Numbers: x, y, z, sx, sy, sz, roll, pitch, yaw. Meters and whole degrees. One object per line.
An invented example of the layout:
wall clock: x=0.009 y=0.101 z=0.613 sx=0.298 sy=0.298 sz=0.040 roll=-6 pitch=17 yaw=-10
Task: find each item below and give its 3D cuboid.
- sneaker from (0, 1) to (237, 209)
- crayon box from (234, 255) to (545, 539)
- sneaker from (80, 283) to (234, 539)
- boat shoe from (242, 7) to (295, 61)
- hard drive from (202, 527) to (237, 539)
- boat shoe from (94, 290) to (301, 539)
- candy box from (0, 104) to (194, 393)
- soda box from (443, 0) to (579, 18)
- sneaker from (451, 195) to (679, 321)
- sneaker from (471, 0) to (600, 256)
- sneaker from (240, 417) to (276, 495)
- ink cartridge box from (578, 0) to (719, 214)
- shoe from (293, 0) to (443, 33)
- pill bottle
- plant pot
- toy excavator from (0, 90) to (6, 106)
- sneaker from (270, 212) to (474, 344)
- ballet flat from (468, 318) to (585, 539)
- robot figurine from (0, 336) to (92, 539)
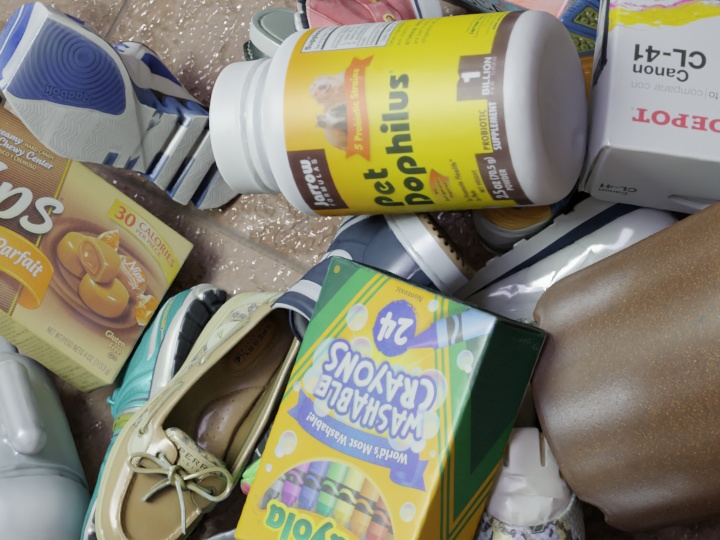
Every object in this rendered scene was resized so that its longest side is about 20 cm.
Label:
sneaker: x=-0.172 y=-0.116 z=1.674 sx=0.081 sy=0.199 sz=0.115 roll=-55 pitch=39 yaw=6
crayon box: x=0.009 y=0.106 z=1.365 sx=0.126 sy=0.052 sz=0.200 roll=21 pitch=93 yaw=42
sneaker: x=-0.131 y=0.104 z=1.631 sx=0.080 sy=0.077 sz=0.200 roll=-1 pitch=63 yaw=54
boat shoe: x=0.004 y=-0.100 z=1.623 sx=0.200 sy=0.076 sz=0.060 roll=39 pitch=132 yaw=30
hard drive: x=-0.074 y=0.183 z=1.509 sx=0.200 sy=0.135 sz=0.042 roll=-21 pitch=76 yaw=21
boat shoe: x=-0.098 y=0.095 z=1.561 sx=0.200 sy=0.073 sz=0.063 roll=-62 pitch=16 yaw=-17
candy box: x=-0.222 y=-0.023 z=1.638 sx=0.116 sy=0.200 sz=0.055 roll=-61 pitch=17 yaw=-23
soda box: x=0.083 y=-0.203 z=1.611 sx=0.200 sy=0.064 sz=0.068 roll=25 pitch=85 yaw=38
sneaker: x=0.109 y=0.026 z=1.493 sx=0.200 sy=0.076 sz=0.081 roll=-35 pitch=78 yaw=25
sneaker: x=0.127 y=-0.094 z=1.527 sx=0.075 sy=0.088 sz=0.200 roll=37 pitch=68 yaw=10
sneaker: x=-0.007 y=0.090 z=1.508 sx=0.200 sy=0.077 sz=0.084 roll=-25 pitch=42 yaw=52
ink cartridge box: x=0.212 y=-0.138 z=1.443 sx=0.147 sy=0.086 sz=0.200 roll=8 pitch=70 yaw=-1
shoe: x=0.012 y=-0.114 z=1.544 sx=0.091 sy=0.072 sz=0.200 roll=0 pitch=37 yaw=-11
pill bottle: x=0.020 y=-0.087 z=1.421 sx=0.200 sy=0.109 sz=0.109 roll=-3 pitch=68 yaw=24
plant pot: x=0.210 y=0.046 z=1.344 sx=0.198 sy=0.200 sz=0.200 roll=-22 pitch=59 yaw=33
toy excavator: x=-0.269 y=-0.079 z=1.727 sx=0.100 sy=0.194 sz=0.200 roll=1 pitch=56 yaw=35
sneaker: x=0.000 y=0.000 z=1.516 sx=0.108 sy=0.070 sz=0.200 roll=-41 pitch=14 yaw=3
ballet flat: x=0.088 y=0.099 z=1.385 sx=0.072 sy=0.072 sz=0.200 roll=-26 pitch=34 yaw=23
robot figurine: x=-0.241 y=0.133 z=1.652 sx=0.170 sy=0.113 sz=0.200 roll=113 pitch=143 yaw=-47
